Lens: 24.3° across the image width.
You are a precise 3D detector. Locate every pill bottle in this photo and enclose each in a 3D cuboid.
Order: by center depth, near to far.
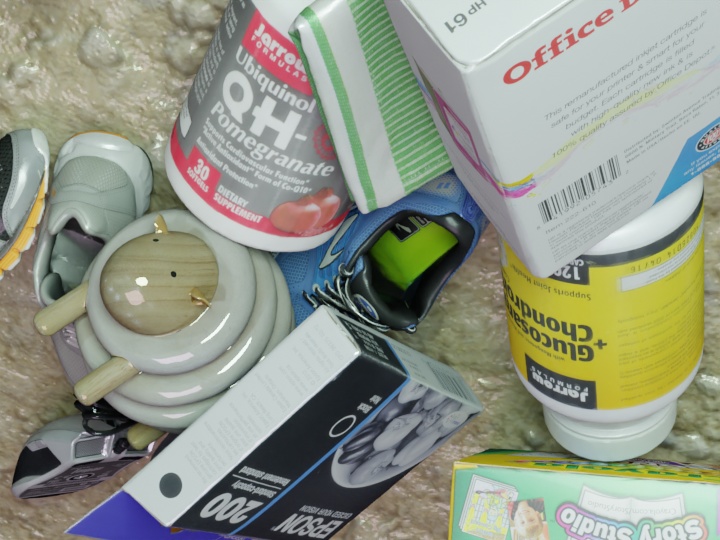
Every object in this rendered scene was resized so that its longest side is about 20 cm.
[{"bbox_3d":[-0.023,-0.114,0.890,0.111,0.111,0.200,25,128,-6],"label":"pill bottle"},{"bbox_3d":[0.137,0.015,0.945,0.112,0.112,0.200,1,135,13],"label":"pill bottle"}]

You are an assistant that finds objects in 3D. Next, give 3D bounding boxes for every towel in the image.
[{"bbox_3d":[0.068,-0.121,0.833,0.200,0.023,0.153,-29,141,-6],"label":"towel"}]

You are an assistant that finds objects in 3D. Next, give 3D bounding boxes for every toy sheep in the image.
[{"bbox_3d":[-0.102,0.034,0.965,0.138,0.138,0.200,4,162,11],"label":"toy sheep"}]

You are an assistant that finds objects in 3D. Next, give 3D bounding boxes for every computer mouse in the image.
[{"bbox_3d":[-0.180,0.110,1.121,0.110,0.044,0.200,-3,162,-39],"label":"computer mouse"}]

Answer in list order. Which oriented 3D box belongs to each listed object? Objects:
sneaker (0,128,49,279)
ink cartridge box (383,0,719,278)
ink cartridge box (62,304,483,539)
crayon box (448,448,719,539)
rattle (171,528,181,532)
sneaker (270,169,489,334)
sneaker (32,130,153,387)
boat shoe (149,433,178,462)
[{"bbox_3d":[-0.267,-0.020,1.018,0.200,0.078,0.077,-41,128,17],"label":"sneaker"},{"bbox_3d":[0.104,-0.104,0.772,0.145,0.085,0.200,-34,151,-3],"label":"ink cartridge box"},{"bbox_3d":[-0.043,0.116,0.980,0.200,0.043,0.198,-40,155,11],"label":"ink cartridge box"},{"bbox_3d":[0.164,0.144,1.013,0.200,0.173,0.058,3,86,11],"label":"crayon box"},{"bbox_3d":[-0.146,0.288,1.265,0.143,0.130,0.200,39,154,-3],"label":"rattle"},{"bbox_3d":[0.000,0.000,0.988,0.079,0.089,0.200,38,129,-16],"label":"sneaker"},{"bbox_3d":[-0.175,0.015,1.041,0.076,0.092,0.200,10,129,6],"label":"sneaker"},{"bbox_3d":[-0.049,0.116,1.100,0.086,0.075,0.202,43,127,-19],"label":"boat shoe"}]
